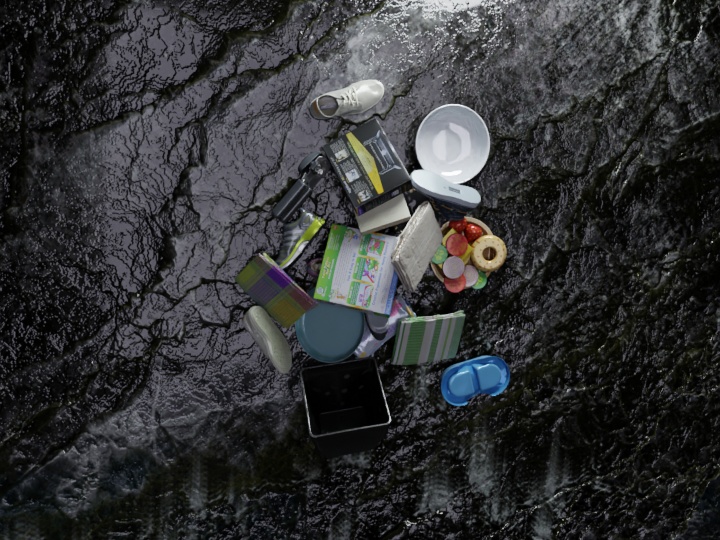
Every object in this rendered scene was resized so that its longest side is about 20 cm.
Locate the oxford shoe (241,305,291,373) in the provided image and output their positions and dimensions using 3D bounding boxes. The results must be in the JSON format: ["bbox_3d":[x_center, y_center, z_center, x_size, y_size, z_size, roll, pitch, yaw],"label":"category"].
[{"bbox_3d":[-0.242,0.181,1.656,0.057,0.075,0.201,-17,112,32],"label":"oxford shoe"}]

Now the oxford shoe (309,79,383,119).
[{"bbox_3d":[-0.031,-0.431,1.614,0.198,0.058,0.076,-18,97,-8],"label":"oxford shoe"}]

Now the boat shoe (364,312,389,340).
[{"bbox_3d":[0.033,0.092,1.644,0.068,0.201,0.057,-5,135,-4],"label":"boat shoe"}]

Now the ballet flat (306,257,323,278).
[{"bbox_3d":[-0.041,-0.012,1.659,0.197,0.071,0.070,-6,96,-8],"label":"ballet flat"}]

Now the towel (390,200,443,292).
[{"bbox_3d":[0.141,-0.058,1.590,0.201,0.034,0.133,-57,138,-29],"label":"towel"}]

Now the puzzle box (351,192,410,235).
[{"bbox_3d":[0.037,-0.199,1.614,0.132,0.025,0.202,-17,69,2],"label":"puzzle box"}]

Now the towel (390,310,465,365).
[{"bbox_3d":[0.180,0.181,1.698,0.198,0.023,0.154,-6,121,-24],"label":"towel"}]

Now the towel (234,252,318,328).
[{"bbox_3d":[-0.216,0.055,1.631,0.200,0.023,0.143,43,127,-11],"label":"towel"}]

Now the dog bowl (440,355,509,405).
[{"bbox_3d":[0.311,0.299,1.767,0.198,0.050,0.113,-16,100,-7],"label":"dog bowl"}]

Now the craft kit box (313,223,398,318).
[{"bbox_3d":[0.000,0.000,1.592,0.195,0.049,0.202,13,77,4],"label":"craft kit box"}]

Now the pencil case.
[{"bbox_3d":[0.054,0.153,1.689,0.199,0.083,0.091,-36,76,-2],"label":"pencil case"}]

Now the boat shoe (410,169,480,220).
[{"bbox_3d":[0.202,-0.185,1.637,0.198,0.091,0.071,18,51,-16],"label":"boat shoe"}]

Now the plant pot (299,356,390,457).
[{"bbox_3d":[-0.042,0.367,1.639,0.197,0.201,0.179,-8,138,-8],"label":"plant pot"}]

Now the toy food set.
[{"bbox_3d":[0.279,-0.042,1.718,0.200,0.049,0.198,43,90,-12],"label":"toy food set"}]

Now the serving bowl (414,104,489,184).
[{"bbox_3d":[0.233,-0.326,1.664,0.197,0.066,0.203,-1,98,-8],"label":"serving bowl"}]

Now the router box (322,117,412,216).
[{"bbox_3d":[0.017,-0.259,1.595,0.156,0.052,0.201,-26,70,-1],"label":"router box"}]

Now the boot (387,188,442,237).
[{"bbox_3d":[0.105,-0.145,1.664,0.198,0.073,0.152,-21,101,-9],"label":"boot"}]

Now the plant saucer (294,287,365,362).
[{"bbox_3d":[-0.076,0.136,1.656,0.198,0.027,0.203,-2,86,21],"label":"plant saucer"}]

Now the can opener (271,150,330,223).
[{"bbox_3d":[-0.156,-0.216,1.632,0.200,0.067,0.053,-48,141,5],"label":"can opener"}]

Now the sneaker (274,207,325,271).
[{"bbox_3d":[-0.177,-0.073,1.639,0.081,0.074,0.200,39,87,2],"label":"sneaker"}]
